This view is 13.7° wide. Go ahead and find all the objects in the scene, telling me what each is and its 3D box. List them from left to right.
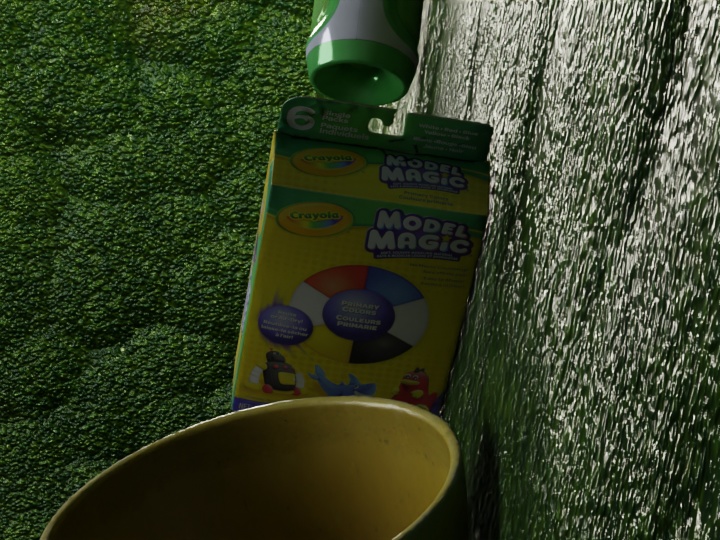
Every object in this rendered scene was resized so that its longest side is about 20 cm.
[{"bbox_3d":[-0.033,0.166,1.371,0.200,0.200,0.142,-90,-15,-67],"label":"plant pot"},{"bbox_3d":[0.000,0.000,1.572,0.200,0.115,0.048,101,175,-45],"label":"clay box"},{"bbox_3d":[0.010,-0.225,2.190,0.088,0.088,0.200,107,171,-66],"label":"speaker"}]
